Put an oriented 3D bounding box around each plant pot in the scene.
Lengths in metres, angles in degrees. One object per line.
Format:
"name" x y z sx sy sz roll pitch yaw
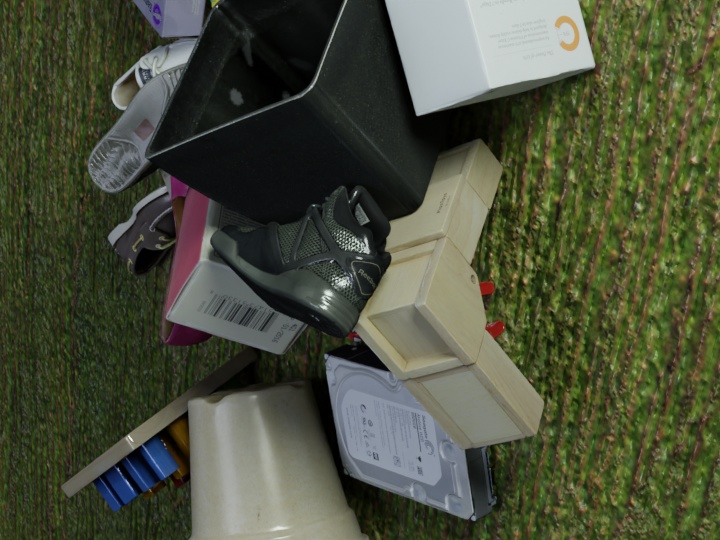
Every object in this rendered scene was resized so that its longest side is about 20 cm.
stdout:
"plant pot" -0.102 0.213 1.580 0.200 0.200 0.184 -10 88 52
"plant pot" -0.034 -0.139 1.303 0.200 0.200 0.177 -15 132 38

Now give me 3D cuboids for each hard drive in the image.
"hard drive" 0.046 0.157 1.484 0.200 0.038 0.140 12 117 48

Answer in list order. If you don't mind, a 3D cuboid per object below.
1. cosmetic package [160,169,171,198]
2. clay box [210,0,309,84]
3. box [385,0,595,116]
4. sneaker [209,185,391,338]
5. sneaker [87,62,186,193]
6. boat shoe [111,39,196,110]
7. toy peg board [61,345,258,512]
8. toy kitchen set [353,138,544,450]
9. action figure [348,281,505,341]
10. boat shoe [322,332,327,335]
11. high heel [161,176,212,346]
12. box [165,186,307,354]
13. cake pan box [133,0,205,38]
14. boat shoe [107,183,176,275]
"cosmetic package" -0.133 -0.042 1.610 0.105 0.071 0.201 -33 77 52
"clay box" -0.089 -0.256 1.476 0.200 0.047 0.115 64 145 32
"box" 0.092 -0.240 1.214 0.097 0.124 0.201 -13 92 53
"sneaker" -0.044 -0.020 1.271 0.199 0.114 0.076 19 157 53
"sneaker" -0.203 -0.167 1.617 0.200 0.106 0.075 -35 93 26
"boat shoe" -0.211 -0.215 1.644 0.200 0.070 0.071 -12 94 52
"toy peg board" -0.206 0.204 1.709 0.098 0.199 0.200 53 141 0
"toy kitchen set" 0.062 0.029 1.333 0.163 0.200 0.181 -17 127 36
"action figure" 0.052 0.050 1.438 0.200 0.052 0.066 -13 98 54
"boat shoe" 0.000 0.000 1.471 0.065 0.071 0.200 56 146 8
"high heel" -0.185 -0.025 1.544 0.067 0.096 0.201 -3 100 50
"box" -0.103 -0.040 1.456 0.109 0.127 0.201 127 155 -47
"cake pan box" -0.208 -0.365 1.574 0.200 0.052 0.185 53 142 43
"boat shoe" -0.233 -0.051 1.736 0.060 0.072 0.200 62 145 5
